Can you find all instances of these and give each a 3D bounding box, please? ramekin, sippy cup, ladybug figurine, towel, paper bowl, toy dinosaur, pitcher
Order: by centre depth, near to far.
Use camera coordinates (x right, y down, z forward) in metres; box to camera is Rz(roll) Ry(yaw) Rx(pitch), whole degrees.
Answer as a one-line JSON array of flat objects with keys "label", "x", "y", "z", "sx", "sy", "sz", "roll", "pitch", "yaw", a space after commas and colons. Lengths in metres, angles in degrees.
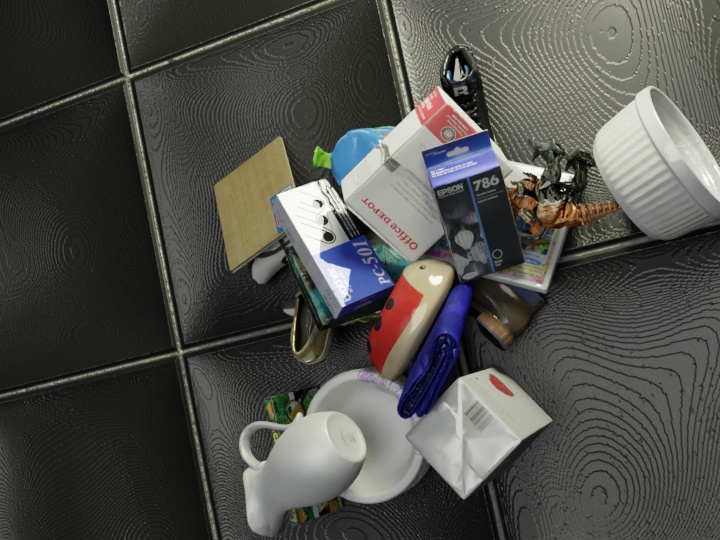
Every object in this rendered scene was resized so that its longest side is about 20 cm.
[{"label": "ramekin", "x": 0.399, "y": -0.136, "z": 1.321, "sx": 0.105, "sy": 0.200, "sz": 0.201, "roll": -35, "pitch": 76, "yaw": 28}, {"label": "towel", "x": 0.113, "y": 0.108, "z": 1.371, "sx": 0.049, "sy": 0.200, "sz": 0.148, "roll": 28, "pitch": 115, "yaw": 1}, {"label": "toy dinosaur", "x": 0.274, "y": -0.104, "z": 1.371, "sx": 0.199, "sy": 0.102, "sz": 0.136, "roll": 14, "pitch": 94, "yaw": 28}, {"label": "ladybug figurine", "x": 0.066, "y": 0.067, "z": 1.427, "sx": 0.072, "sy": 0.136, "sz": 0.201, "roll": 28, "pitch": 103, "yaw": 2}, {"label": "pitcher", "x": -0.096, "y": 0.272, "z": 1.459, "sx": 0.200, "sy": 0.121, "sz": 0.172, "roll": -40, "pitch": 61, "yaw": 28}, {"label": "sippy cup", "x": 0.021, "y": -0.160, "z": 1.511, "sx": 0.177, "sy": 0.130, "sz": 0.140, "roll": -28, "pitch": 78, "yaw": 20}, {"label": "paper bowl", "x": 0.021, "y": 0.249, "z": 1.518, "sx": 0.200, "sy": 0.104, "sz": 0.202, "roll": 0, "pitch": 89, "yaw": 22}]

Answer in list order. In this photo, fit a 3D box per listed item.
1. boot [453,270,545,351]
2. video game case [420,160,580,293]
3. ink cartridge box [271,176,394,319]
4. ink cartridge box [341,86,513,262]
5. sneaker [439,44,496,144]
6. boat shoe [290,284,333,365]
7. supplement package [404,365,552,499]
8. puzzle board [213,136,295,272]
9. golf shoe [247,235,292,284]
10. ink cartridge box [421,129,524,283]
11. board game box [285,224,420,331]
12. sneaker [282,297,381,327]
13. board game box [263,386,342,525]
[{"label": "boot", "x": 0.183, "y": 0.021, "z": 1.488, "sx": 0.097, "sy": 0.075, "sz": 0.200, "roll": -40, "pitch": 67, "yaw": -6}, {"label": "video game case", "x": 0.207, "y": -0.075, "z": 1.461, "sx": 0.199, "sy": 0.024, "sz": 0.183, "roll": 15, "pitch": 76, "yaw": 22}, {"label": "ink cartridge box", "x": -0.042, "y": -0.036, "z": 1.453, "sx": 0.200, "sy": 0.094, "sz": 0.044, "roll": 60, "pitch": 153, "yaw": 17}, {"label": "ink cartridge box", "x": 0.091, "y": -0.134, "z": 1.400, "sx": 0.200, "sy": 0.083, "sz": 0.147, "roll": -42, "pitch": 115, "yaw": 15}, {"label": "sneaker", "x": 0.151, "y": -0.233, "z": 1.451, "sx": 0.073, "sy": 0.112, "sz": 0.201, "roll": -12, "pitch": 76, "yaw": 12}, {"label": "boat shoe", "x": -0.069, "y": 0.040, "z": 1.501, "sx": 0.071, "sy": 0.076, "sz": 0.201, "roll": -3, "pitch": 71, "yaw": 22}, {"label": "supplement package", "x": 0.173, "y": 0.224, "z": 1.403, "sx": 0.121, "sy": 0.200, "sz": 0.120, "roll": 45, "pitch": 106, "yaw": 17}, {"label": "puzzle board", "x": -0.166, "y": -0.108, "z": 1.603, "sx": 0.150, "sy": 0.017, "sz": 0.200, "roll": -34, "pitch": 48, "yaw": 19}, {"label": "golf shoe", "x": -0.102, "y": -0.041, "z": 1.590, "sx": 0.094, "sy": 0.078, "sz": 0.200, "roll": 44, "pitch": 106, "yaw": 17}, {"label": "ink cartridge box", "x": 0.157, "y": -0.085, "z": 1.364, "sx": 0.099, "sy": 0.039, "sz": 0.201, "roll": -18, "pitch": 117, "yaw": 4}, {"label": "board game box", "x": 0.000, "y": 0.000, "z": 1.493, "sx": 0.136, "sy": 0.199, "sz": 0.028, "roll": 64, "pitch": 152, "yaw": 16}, {"label": "sneaker", "x": -0.029, "y": 0.042, "z": 1.570, "sx": 0.199, "sy": 0.074, "sz": 0.085, "roll": -4, "pitch": 72, "yaw": 20}, {"label": "board game box", "x": -0.089, "y": 0.291, "z": 1.564, "sx": 0.023, "sy": 0.105, "sz": 0.201, "roll": -18, "pitch": 82, "yaw": 44}]
